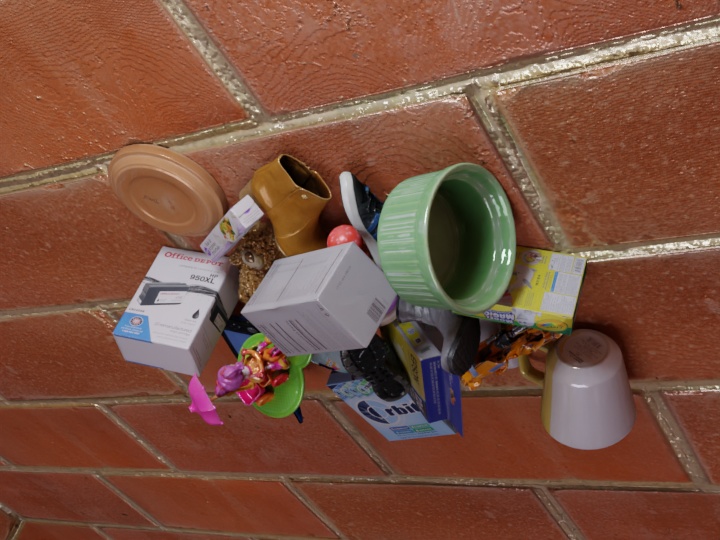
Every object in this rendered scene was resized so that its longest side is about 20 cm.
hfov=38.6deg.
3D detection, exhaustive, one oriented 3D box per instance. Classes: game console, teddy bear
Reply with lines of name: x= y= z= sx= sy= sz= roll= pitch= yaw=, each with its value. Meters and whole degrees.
game console: x=-0.187 y=0.180 z=1.882 sx=0.170 sy=0.119 sz=0.200 roll=10 pitch=153 yaw=15
teddy bear: x=-0.168 y=0.010 z=1.673 sx=0.067 sy=0.145 sz=0.200 roll=-15 pitch=161 yaw=-24

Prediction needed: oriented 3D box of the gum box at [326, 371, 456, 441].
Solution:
gum box: x=0.063 y=0.244 z=1.924 sx=0.170 sy=0.045 sz=0.200 roll=-14 pitch=131 yaw=41

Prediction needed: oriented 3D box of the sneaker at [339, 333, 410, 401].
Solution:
sneaker: x=0.013 y=0.138 z=1.668 sx=0.075 sy=0.079 sz=0.200 roll=-28 pitch=135 yaw=5

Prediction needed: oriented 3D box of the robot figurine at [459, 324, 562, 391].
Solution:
robot figurine: x=0.236 y=0.107 z=1.551 sx=0.058 sy=0.145 sz=0.200 roll=58 pitch=136 yaw=10

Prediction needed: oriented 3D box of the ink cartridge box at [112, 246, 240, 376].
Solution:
ink cartridge box: x=-0.304 y=0.065 z=1.741 sx=0.144 sy=0.200 sz=0.084 roll=9 pitch=142 yaw=17

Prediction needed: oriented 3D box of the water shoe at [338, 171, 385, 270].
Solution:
water shoe: x=0.033 y=-0.078 z=1.496 sx=0.079 sy=0.072 sz=0.200 roll=-20 pitch=134 yaw=12

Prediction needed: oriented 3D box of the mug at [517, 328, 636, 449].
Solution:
mug: x=0.332 y=0.173 z=1.601 sx=0.186 sy=0.150 sz=0.153 roll=-1 pitch=133 yaw=16

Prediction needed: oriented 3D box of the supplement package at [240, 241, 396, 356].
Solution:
supplement package: x=-0.062 y=0.046 z=1.515 sx=0.110 sy=0.114 sz=0.200 roll=46 pitch=148 yaw=-24

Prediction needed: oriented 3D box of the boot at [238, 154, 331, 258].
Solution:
boot: x=-0.079 y=-0.080 z=1.529 sx=0.201 sy=0.071 sz=0.144 roll=41 pitch=145 yaw=-18

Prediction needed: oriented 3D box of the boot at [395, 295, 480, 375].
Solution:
boot: x=0.112 y=0.075 z=1.529 sx=0.131 sy=0.200 sz=0.070 roll=0 pitch=132 yaw=23

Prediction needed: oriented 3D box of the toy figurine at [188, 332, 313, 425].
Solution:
toy figurine: x=-0.191 y=0.179 z=1.674 sx=0.150 sy=0.184 sz=0.200 roll=50 pitch=125 yaw=16

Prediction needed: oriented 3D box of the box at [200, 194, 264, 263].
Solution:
box: x=-0.202 y=-0.062 z=1.593 sx=0.039 sy=0.041 sz=0.200 roll=50 pitch=155 yaw=-3

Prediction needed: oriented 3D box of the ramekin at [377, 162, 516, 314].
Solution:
ramekin: x=0.113 y=-0.040 z=1.379 sx=0.098 sy=0.200 sz=0.200 roll=-3 pitch=140 yaw=43

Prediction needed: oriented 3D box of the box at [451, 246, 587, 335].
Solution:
box: x=0.214 y=0.020 z=1.471 sx=0.199 sy=0.118 sz=0.048 roll=12 pitch=142 yaw=15

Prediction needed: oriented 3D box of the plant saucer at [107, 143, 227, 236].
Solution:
plant saucer: x=-0.311 y=-0.120 z=1.639 sx=0.200 sy=0.032 sz=0.201 roll=15 pitch=145 yaw=11

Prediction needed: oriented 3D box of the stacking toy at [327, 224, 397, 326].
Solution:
stacking toy: x=0.000 y=0.000 z=1.577 sx=0.085 sy=0.086 sz=0.200 roll=2 pitch=145 yaw=26

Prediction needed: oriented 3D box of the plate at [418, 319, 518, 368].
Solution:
plate: x=0.162 y=0.094 z=1.676 sx=0.199 sy=0.032 sz=0.200 roll=11 pitch=145 yaw=15

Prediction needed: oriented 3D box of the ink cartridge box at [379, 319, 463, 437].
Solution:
ink cartridge box: x=0.096 y=0.162 z=1.692 sx=0.200 sy=0.047 sz=0.198 roll=55 pitch=165 yaw=37

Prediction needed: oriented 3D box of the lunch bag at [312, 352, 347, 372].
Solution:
lunch bag: x=-0.066 y=0.091 z=1.754 sx=0.160 sy=0.077 sz=0.200 roll=21 pitch=146 yaw=0
